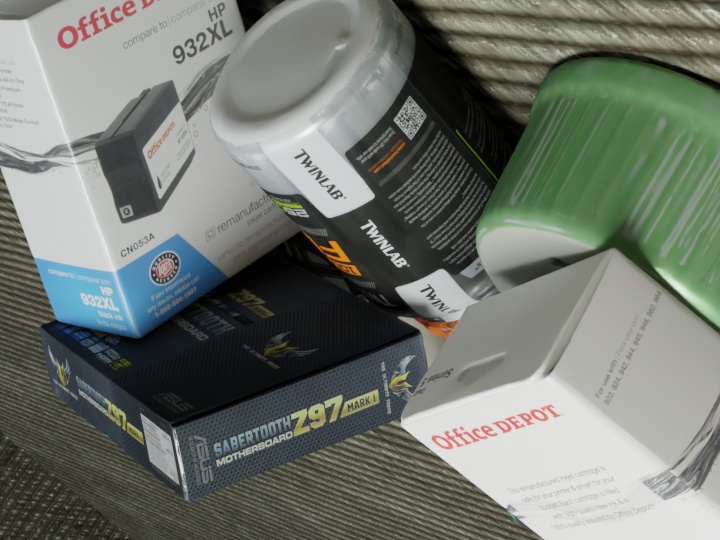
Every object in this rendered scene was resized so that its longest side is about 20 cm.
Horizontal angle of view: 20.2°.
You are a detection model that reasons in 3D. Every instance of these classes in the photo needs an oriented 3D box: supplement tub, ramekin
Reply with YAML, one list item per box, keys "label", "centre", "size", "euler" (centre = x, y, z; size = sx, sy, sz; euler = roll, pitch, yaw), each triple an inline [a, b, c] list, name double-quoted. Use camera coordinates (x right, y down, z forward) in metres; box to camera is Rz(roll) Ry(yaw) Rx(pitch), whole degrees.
- label: "supplement tub"
  centre: [0.018, -0.056, 1.133]
  size: [0.122, 0.123, 0.200]
  euler: [13, 153, 50]
- label: "ramekin"
  centre: [0.156, -0.010, 1.046]
  size: [0.200, 0.098, 0.200]
  euler: [31, 163, 10]

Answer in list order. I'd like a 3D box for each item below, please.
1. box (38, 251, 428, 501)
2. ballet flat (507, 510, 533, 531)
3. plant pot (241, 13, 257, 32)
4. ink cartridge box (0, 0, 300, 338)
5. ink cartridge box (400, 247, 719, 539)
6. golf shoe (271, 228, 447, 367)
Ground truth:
- label: "box"
  centre: [-0.076, 0.053, 1.159]
  size: [0.200, 0.157, 0.051]
  euler: [28, 132, 57]
- label: "ballet flat"
  centre: [0.096, 0.108, 1.318]
  size: [0.073, 0.073, 0.200]
  euler: [15, 157, 46]
- label: "plant pot"
  centre: [-0.072, -0.116, 1.298]
  size: [0.200, 0.028, 0.200]
  euler: [30, 162, 11]
- label: "ink cartridge box"
  centre: [-0.132, -0.085, 1.168]
  size: [0.084, 0.145, 0.201]
  euler: [11, 126, 46]
- label: "ink cartridge box"
  centre: [0.142, 0.092, 1.005]
  size: [0.200, 0.084, 0.145]
  euler: [39, 152, -15]
- label: "golf shoe"
  centre: [0.000, 0.000, 1.239]
  size: [0.200, 0.078, 0.095]
  euler: [50, 148, 16]
